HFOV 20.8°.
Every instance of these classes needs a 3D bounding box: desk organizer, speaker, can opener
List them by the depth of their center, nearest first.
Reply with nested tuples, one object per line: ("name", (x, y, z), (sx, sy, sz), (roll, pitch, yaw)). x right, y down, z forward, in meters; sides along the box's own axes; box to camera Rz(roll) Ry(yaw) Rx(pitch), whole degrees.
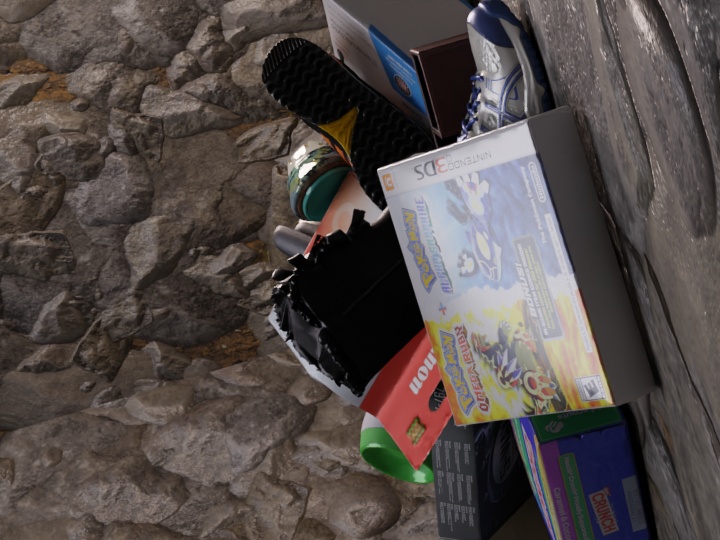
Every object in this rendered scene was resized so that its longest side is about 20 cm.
("desk organizer", (0.103, -0.085, 1.503), (0.072, 0.077, 0.201), (-115, 8, -80))
("can opener", (0.000, 0.000, 1.708), (0.063, 0.200, 0.079), (-2, -67, -54))
("speaker", (0.066, 0.084, 1.736), (0.089, 0.088, 0.201), (76, -149, -62))

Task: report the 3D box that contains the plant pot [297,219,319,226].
("plant pot", (0.036, -0.027, 1.945), (0.200, 0.174, 0.201), (-14, -90, -74))

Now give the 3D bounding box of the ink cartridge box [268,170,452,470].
("ink cartridge box", (0.017, 0.041, 1.610), (0.200, 0.050, 0.162), (53, 123, 40))

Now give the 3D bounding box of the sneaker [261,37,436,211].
("sneaker", (0.008, -0.114, 1.605), (0.200, 0.070, 0.090), (44, -169, 5))

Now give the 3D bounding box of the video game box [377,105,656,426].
("video game box", (0.103, 0.002, 1.356), (0.182, 0.047, 0.201), (-15, 93, 58))

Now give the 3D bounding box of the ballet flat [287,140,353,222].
("ballet flat", (-0.030, -0.077, 1.699), (0.200, 0.074, 0.074), (33, -141, -72))

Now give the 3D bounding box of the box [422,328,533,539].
("box", (0.114, 0.113, 1.695), (0.160, 0.043, 0.201), (-33, -57, -55))

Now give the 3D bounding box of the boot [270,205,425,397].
("boot", (0.042, 0.036, 1.471), (0.198, 0.162, 0.073), (48, 154, 11))

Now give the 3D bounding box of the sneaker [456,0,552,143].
("sneaker", (0.098, -0.094, 1.422), (0.075, 0.088, 0.201), (-97, -8, -88))

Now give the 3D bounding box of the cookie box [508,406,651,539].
("cookie box", (0.165, 0.132, 1.566), (0.200, 0.075, 0.172), (-109, 2, -55))

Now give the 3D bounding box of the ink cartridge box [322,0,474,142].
("ink cartridge box", (0.054, -0.147, 1.649), (0.146, 0.086, 0.200), (44, 158, 36))

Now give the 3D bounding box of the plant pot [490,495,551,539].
("plant pot", (0.162, 0.249, 1.848), (0.200, 0.134, 0.201), (163, 90, -89))

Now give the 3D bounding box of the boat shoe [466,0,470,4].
("boat shoe", (0.061, -0.234, 1.719), (0.075, 0.062, 0.201), (107, 144, -83))
